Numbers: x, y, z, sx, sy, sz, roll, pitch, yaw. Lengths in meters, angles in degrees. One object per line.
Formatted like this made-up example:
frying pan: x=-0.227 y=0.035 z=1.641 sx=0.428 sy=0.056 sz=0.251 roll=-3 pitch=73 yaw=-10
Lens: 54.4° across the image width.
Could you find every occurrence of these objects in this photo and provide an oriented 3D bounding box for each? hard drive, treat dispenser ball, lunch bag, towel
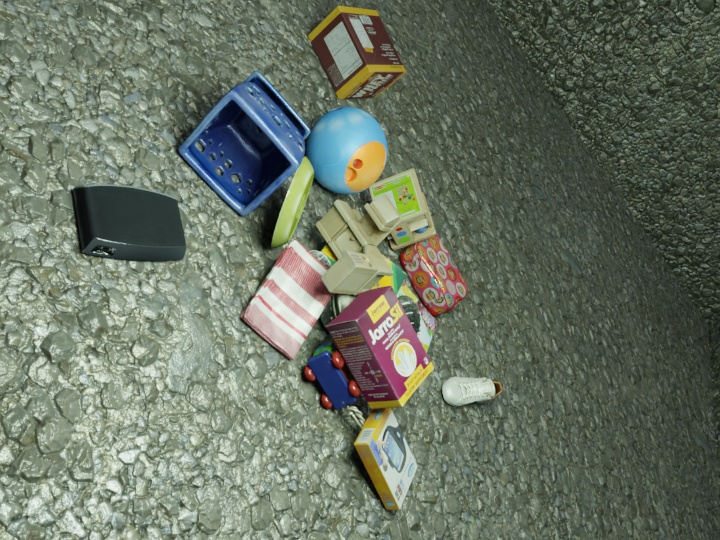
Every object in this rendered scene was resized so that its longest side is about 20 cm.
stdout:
hard drive: x=-0.404 y=-0.088 z=1.251 sx=0.197 sy=0.042 sz=0.138 roll=4 pitch=64 yaw=-48
treat dispenser ball: x=-0.033 y=-0.286 z=1.679 sx=0.198 sy=0.199 sz=0.205 roll=27 pitch=48 yaw=-35
lunch bag: x=0.204 y=0.004 z=1.869 sx=0.175 sy=0.081 sz=0.203 roll=-30 pitch=90 yaw=-53
towel: x=-0.137 y=0.057 z=1.421 sx=0.144 sy=0.023 sz=0.202 roll=41 pitch=67 yaw=-23

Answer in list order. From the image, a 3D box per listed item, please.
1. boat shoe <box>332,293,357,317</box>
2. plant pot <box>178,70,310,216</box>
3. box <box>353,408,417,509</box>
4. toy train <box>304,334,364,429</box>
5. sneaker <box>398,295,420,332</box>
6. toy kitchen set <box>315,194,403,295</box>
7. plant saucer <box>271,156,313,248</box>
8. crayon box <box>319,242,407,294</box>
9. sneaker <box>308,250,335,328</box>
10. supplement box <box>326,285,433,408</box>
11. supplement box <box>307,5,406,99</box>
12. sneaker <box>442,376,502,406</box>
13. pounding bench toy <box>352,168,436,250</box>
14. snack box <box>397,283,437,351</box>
boat shoe: x=-0.005 y=0.125 z=1.479 sx=0.070 sy=0.060 sz=0.207 roll=-20 pitch=96 yaw=-12
plant pot: x=-0.228 y=-0.274 z=1.458 sx=0.200 sy=0.198 sz=0.182 roll=44 pitch=33 yaw=-18
box: x=0.060 y=0.393 z=1.451 sx=0.203 sy=0.041 sz=0.120 roll=64 pitch=35 yaw=-22
toy train: x=-0.033 y=0.238 z=1.462 sx=0.203 sy=0.083 sz=0.116 roll=60 pitch=19 yaw=-16
sneaker: x=0.087 y=0.150 z=1.575 sx=0.072 sy=0.079 sz=0.206 roll=-11 pitch=116 yaw=-25
toy kitchen set: x=-0.015 y=-0.081 z=1.455 sx=0.202 sy=0.163 sz=0.179 roll=55 pitch=20 yaw=21
plant saucer: x=-0.138 y=-0.137 z=1.472 sx=0.030 sy=0.202 sz=0.202 roll=21 pitch=45 yaw=-1
crayon box: x=0.000 y=0.000 z=1.606 sx=0.198 sy=0.059 sz=0.119 roll=36 pitch=41 yaw=-1
sneaker: x=-0.074 y=0.048 z=1.526 sx=0.073 sy=0.079 sz=0.205 roll=-24 pitch=103 yaw=-13
supplement box: x=0.042 y=0.155 z=1.405 sx=0.131 sy=0.102 sz=0.203 roll=-40 pitch=107 yaw=-39
supplement box: x=-0.006 y=-0.607 z=1.968 sx=0.196 sy=0.131 sz=0.204 roll=-21 pitch=83 yaw=-53
sneaker: x=0.287 y=0.298 z=1.779 sx=0.197 sy=0.084 sz=0.075 roll=6 pitch=64 yaw=-46
pounding bench toy: x=0.076 y=-0.136 z=1.783 sx=0.156 sy=0.195 sz=0.127 roll=54 pitch=18 yaw=-64
snack box: x=0.094 y=0.109 z=1.698 sx=0.200 sy=0.052 sz=0.143 roll=48 pitch=40 yaw=-15
